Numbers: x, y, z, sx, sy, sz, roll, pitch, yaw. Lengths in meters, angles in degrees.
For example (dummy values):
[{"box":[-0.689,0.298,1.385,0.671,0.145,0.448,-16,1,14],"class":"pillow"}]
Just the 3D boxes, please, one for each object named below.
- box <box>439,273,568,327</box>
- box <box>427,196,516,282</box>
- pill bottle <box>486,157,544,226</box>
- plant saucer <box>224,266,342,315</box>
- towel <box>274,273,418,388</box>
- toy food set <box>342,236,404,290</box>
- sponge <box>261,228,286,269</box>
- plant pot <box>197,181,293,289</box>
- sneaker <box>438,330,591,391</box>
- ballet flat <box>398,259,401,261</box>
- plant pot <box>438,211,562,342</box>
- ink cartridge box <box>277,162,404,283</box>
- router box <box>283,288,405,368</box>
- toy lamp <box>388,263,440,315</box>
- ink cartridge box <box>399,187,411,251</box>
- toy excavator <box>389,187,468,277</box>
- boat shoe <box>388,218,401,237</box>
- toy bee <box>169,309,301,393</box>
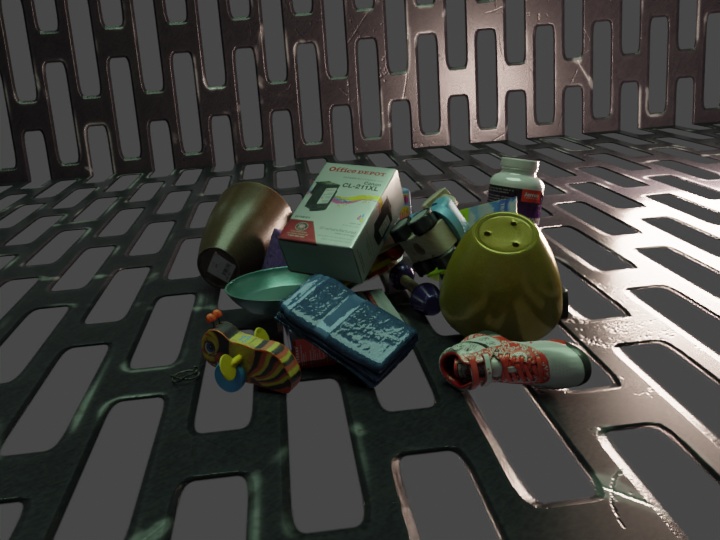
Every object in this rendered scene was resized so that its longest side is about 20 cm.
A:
[{"box":[0.239,0.043,1.420,0.196,0.049,0.159,-4,15,-1],"class":"box"},{"box":[0.215,-0.056,1.539,0.198,0.124,0.047,-12,-23,40],"class":"box"},{"box":[0.309,-0.123,1.675,0.110,0.204,0.113,6,10,-1],"class":"pill bottle"},{"box":[-0.126,0.035,1.383,0.196,0.037,0.200,-4,15,1],"class":"plant saucer"},{"box":[-0.020,0.082,1.203,0.198,0.049,0.111,30,49,28],"class":"towel"},{"box":[0.000,0.000,1.509,0.196,0.049,0.200,-29,-2,-24],"class":"toy food set"},{"box":[-0.142,-0.007,1.577,0.029,0.113,0.200,15,7,-25],"class":"sponge"},{"box":[-0.250,-0.054,1.696,0.183,0.190,0.201,1,30,17],"class":"plant pot"},{"box":[0.196,0.131,1.096,0.107,0.069,0.200,-18,18,-38],"class":"sneaker"},{"box":[0.026,-0.042,1.690,0.069,0.069,0.200,-14,-6,20],"class":"ballet flat"},{"box":[0.221,-0.005,1.285,0.196,0.144,0.202,-2,41,2],"class":"plant pot"},{"box":[-0.029,-0.086,1.404,0.143,0.084,0.201,8,49,25],"class":"ink cartridge box"},{"box":[-0.031,0.089,1.329,0.176,0.050,0.200,-7,16,-8],"class":"router box"},{"box":[0.100,0.035,1.471,0.057,0.059,0.200,-7,15,-10],"class":"toy lamp"},{"box":[0.011,-0.101,1.816,0.197,0.139,0.076,-10,11,-18],"class":"ink cartridge box"},{"box":[0.141,-0.088,1.475,0.200,0.100,0.194,-44,13,-28],"class":"toy excavator"},{"box":[0.022,-0.077,1.545,0.075,0.062,0.199,-41,-10,34],"class":"boat shoe"},{"box":[-0.184,0.115,1.172,0.196,0.111,0.131,-4,17,0],"class":"toy bee"}]
